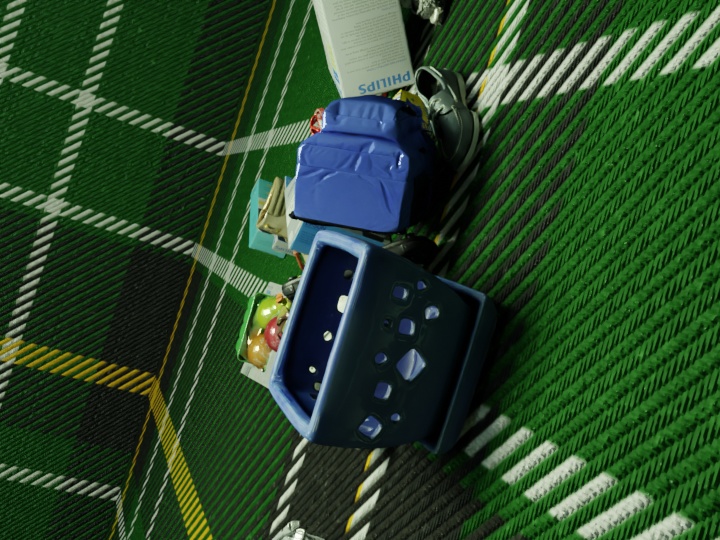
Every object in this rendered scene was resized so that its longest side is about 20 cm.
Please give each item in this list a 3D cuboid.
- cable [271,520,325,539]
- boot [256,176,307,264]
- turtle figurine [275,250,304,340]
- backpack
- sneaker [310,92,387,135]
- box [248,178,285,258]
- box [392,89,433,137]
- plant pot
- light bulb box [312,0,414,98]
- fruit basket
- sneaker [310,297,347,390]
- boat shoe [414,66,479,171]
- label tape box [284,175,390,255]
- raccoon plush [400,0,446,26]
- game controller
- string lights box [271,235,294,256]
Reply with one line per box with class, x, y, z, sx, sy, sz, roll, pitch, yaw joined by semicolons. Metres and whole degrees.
cable;-0.096;0.447;1.076;0.200;0.068;0.202;135;146;-54
boot;-0.107;-0.044;1.377;0.073;0.154;0.202;-151;78;-69
turtle figurine;-0.103;0.083;1.311;0.162;0.064;0.202;-125;37;-46
backpack;0.024;-0.136;1.046;0.200;0.161;0.170;-30;-46;-70
sneaker;-0.023;-0.278;1.415;0.067;0.107;0.204;-2;71;69
box;-0.199;-0.118;1.798;0.049;0.081;0.201;-58;25;33
box;0.039;-0.189;1.241;0.200;0.064;0.071;143;140;-60
plant pot;0.026;0.081;0.882;0.200;0.178;0.202;21;93;70
light bulb box;-0.005;-0.410;1.324;0.199;0.123;0.202;-108;3;-58
fruit basket;-0.154;0.121;1.509;0.199;0.093;0.188;11;84;55
sneaker;-0.047;0.128;1.197;0.088;0.075;0.201;-107;36;-51
boat shoe;0.107;-0.203;1.070;0.073;0.061;0.201;-56;25;38
label tape box;-0.039;-0.092;1.253;0.066;0.142;0.201;-59;24;33
raccoon plush;0.139;-0.458;1.219;0.198;0.135;0.097;-15;36;30
game controller;0.000;0.000;1.033;0.043;0.198;0.104;72;-162;4
string lights box;-0.109;-0.130;1.601;0.200;0.058;0.104;128;152;-45
